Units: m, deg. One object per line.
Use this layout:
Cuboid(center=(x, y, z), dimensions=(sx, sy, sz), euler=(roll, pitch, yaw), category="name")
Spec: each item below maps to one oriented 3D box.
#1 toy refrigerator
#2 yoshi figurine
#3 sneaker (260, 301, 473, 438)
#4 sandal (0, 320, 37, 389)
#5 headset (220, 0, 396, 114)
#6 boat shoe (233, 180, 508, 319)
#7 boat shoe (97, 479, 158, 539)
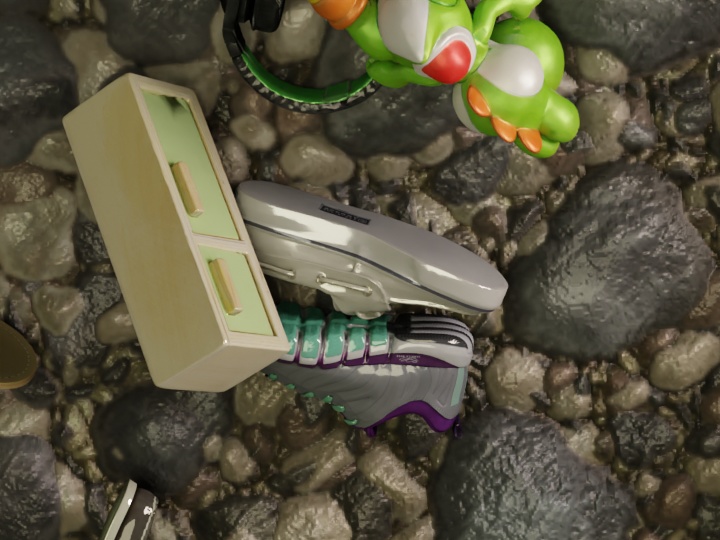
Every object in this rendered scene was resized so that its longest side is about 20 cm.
Cuboid(center=(-0.121, -0.026, 1.481), dimensions=(0.070, 0.076, 0.201), euler=(-30, 69, 27), category="toy refrigerator")
Cuboid(center=(0.063, -0.156, 1.451), dimensions=(0.200, 0.112, 0.112), euler=(39, 73, -22), category="yoshi figurine")
Cuboid(center=(-0.023, 0.075, 1.542), dimensions=(0.198, 0.074, 0.088), euler=(5, 108, 6), category="sneaker")
Cuboid(center=(-0.328, 0.063, 1.591), dimensions=(0.210, 0.078, 0.070), euler=(17, 125, 10), category="sandal")
Cuboid(center=(-0.042, -0.195, 1.470), dimensions=(0.123, 0.094, 0.201), euler=(-14, 112, 10), category="headset")
Cuboid(center=(0.000, 0.000, 1.522), dimensions=(0.199, 0.072, 0.066), euler=(18, 109, 4), category="boat shoe")
Cuboid(center=(-0.174, 0.244, 1.603), dimensions=(0.060, 0.072, 0.202), euler=(19, 112, -1), category="boat shoe")
